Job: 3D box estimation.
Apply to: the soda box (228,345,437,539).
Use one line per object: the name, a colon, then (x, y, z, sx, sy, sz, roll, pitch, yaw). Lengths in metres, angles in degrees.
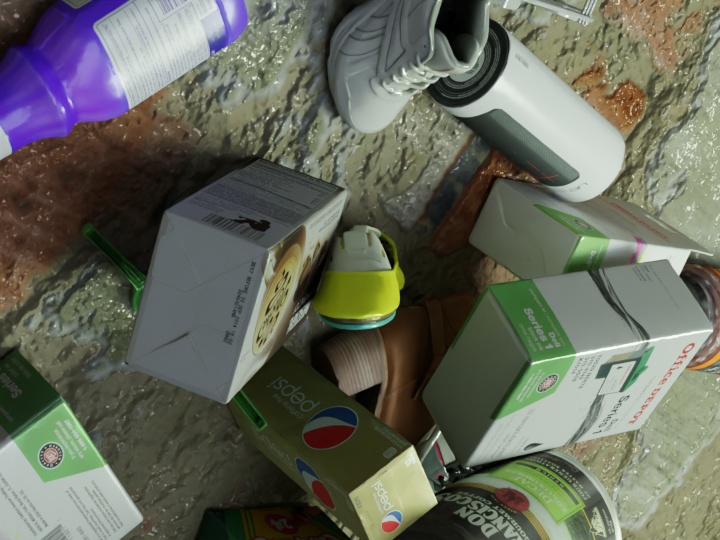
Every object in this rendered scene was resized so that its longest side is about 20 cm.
soda box: (-0.030, 0.132, 1.203, 0.064, 0.200, 0.068, -36, 128, -18)

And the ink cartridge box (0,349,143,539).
ink cartridge box: (-0.277, 0.179, 1.099, 0.200, 0.084, 0.145, -39, 133, -16)

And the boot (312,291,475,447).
boot: (0.052, 0.125, 1.336, 0.154, 0.074, 0.201, -20, 113, -24)

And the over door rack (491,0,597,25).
over door rack: (0.154, -0.274, 1.192, 0.200, 0.066, 0.148, -8, 123, -63)

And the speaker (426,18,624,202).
speaker: (0.140, -0.130, 1.276, 0.200, 0.081, 0.081, 31, 94, -48)

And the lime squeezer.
lime squeezer: (-0.143, 0.038, 1.149, 0.038, 0.071, 0.200, -35, 107, 14)

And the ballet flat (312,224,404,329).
ballet flat: (0.000, 0.000, 1.188, 0.200, 0.066, 0.068, -45, 134, -82)

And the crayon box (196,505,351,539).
crayon box: (-0.036, 0.272, 1.288, 0.126, 0.200, 0.051, 5, 114, -43)

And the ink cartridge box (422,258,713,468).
ink cartridge box: (0.172, 0.075, 1.281, 0.199, 0.085, 0.146, -8, 142, -31)

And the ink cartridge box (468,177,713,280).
ink cartridge box: (0.209, -0.020, 1.379, 0.199, 0.117, 0.068, 6, 114, -42)

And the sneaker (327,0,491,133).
sneaker: (0.041, -0.165, 1.127, 0.078, 0.100, 0.200, -1, 138, -33)

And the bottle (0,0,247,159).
bottle: (-0.169, -0.142, 1.004, 0.200, 0.065, 0.084, -37, 134, -18)

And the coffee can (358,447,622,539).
coffee can: (0.103, 0.239, 1.247, 0.200, 0.146, 0.147, -17, 128, -54)

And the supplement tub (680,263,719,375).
supplement tub: (0.355, 0.052, 1.564, 0.199, 0.107, 0.107, 11, 108, -44)

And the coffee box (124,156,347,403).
coffee box: (-0.083, 0.000, 1.088, 0.200, 0.079, 0.114, -46, 155, -70)

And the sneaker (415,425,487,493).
sneaker: (0.114, 0.171, 1.394, 0.201, 0.120, 0.084, -58, 163, 4)
